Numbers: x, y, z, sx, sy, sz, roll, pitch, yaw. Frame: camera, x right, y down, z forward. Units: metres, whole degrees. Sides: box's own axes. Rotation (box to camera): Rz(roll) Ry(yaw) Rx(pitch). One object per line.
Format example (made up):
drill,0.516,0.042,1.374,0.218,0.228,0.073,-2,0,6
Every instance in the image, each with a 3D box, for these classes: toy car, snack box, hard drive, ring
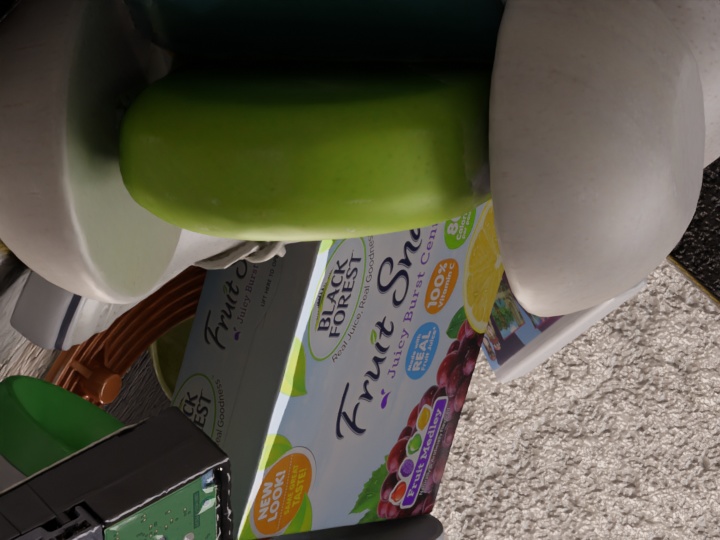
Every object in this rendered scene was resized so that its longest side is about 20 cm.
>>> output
toy car,0.003,-0.079,0.709,0.200,0.174,0.150,-49,138,-62
snack box,0.000,0.000,1.127,0.142,0.053,0.201,-1,109,-55
hard drive,-0.108,0.153,0.985,0.139,0.038,0.200,-28,140,-28
ring,-0.069,0.077,1.145,0.200,0.019,0.201,-34,137,-40

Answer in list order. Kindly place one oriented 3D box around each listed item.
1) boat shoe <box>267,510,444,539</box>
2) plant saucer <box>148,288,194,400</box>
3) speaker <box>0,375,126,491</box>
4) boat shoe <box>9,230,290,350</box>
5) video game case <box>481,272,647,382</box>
boat shoe,-0.045,0.158,1.141,0.202,0.074,0.086,-18,116,-48
plant saucer,-0.022,-0.030,1.186,0.200,0.031,0.200,-38,149,-28
speaker,-0.149,0.140,1.034,0.200,0.088,0.088,-57,177,9
boat shoe,-0.042,-0.038,0.975,0.200,0.070,0.071,-54,176,-39
video game case,0.056,-0.051,1.308,0.023,0.183,0.200,-23,173,-16
